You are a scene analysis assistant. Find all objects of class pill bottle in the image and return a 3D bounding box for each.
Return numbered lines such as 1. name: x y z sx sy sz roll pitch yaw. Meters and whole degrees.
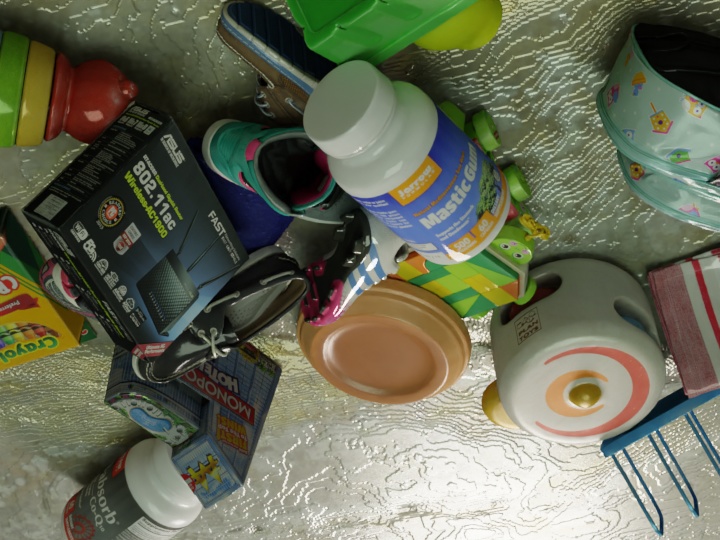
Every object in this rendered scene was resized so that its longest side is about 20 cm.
1. pill bottle: 0.040 -0.098 1.166 0.112 0.113 0.200 -31 137 22
2. pill bottle: -0.261 0.275 1.571 0.116 0.116 0.200 35 120 -28

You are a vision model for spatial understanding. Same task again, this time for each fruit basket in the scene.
1. fruit basket: 0.048 -0.263 1.129 0.214 0.215 0.157 -27 87 20

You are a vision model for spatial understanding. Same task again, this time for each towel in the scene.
1. towel: 0.420 0.037 1.385 0.198 0.145 0.023 -20 163 15
2. towel: -0.168 -0.043 1.351 0.147 0.050 0.200 24 126 -28

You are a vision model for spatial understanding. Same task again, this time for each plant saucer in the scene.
1. plant saucer: 0.023 0.087 1.443 0.198 0.038 0.201 7 138 6

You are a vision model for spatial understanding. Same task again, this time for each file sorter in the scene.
1. file sorter: 0.388 0.194 1.465 0.199 0.139 0.123 -31 84 12

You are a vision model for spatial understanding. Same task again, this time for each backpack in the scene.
1. backpack: 0.315 -0.136 1.205 0.198 0.177 0.154 23 122 -16

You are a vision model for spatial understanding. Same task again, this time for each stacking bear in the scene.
1. stacking bear: -0.308 -0.166 1.202 0.198 0.114 0.122 8 130 -15

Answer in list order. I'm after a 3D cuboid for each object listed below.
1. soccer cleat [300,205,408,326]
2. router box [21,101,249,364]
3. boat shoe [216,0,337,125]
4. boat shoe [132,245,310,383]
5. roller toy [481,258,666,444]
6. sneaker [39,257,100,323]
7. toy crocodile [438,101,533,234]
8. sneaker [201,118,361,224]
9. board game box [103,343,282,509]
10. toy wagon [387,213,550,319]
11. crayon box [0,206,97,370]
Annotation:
1. soccer cleat: 0.000 0.000 1.326 0.086 0.070 0.200 -5 155 -26
2. router box: -0.204 -0.032 1.219 0.062 0.150 0.201 22 151 37
3. boat shoe: -0.063 -0.173 1.224 0.199 0.073 0.072 34 123 -27
4. boat shoe: -0.138 0.053 1.318 0.199 0.060 0.074 -34 137 -20
5. roller toy: 0.233 0.093 1.419 0.198 0.140 0.184 0 130 -2
6. sneaker: -0.235 0.025 1.332 0.074 0.081 0.199 4 161 43
7. toy crocodile: 0.122 -0.094 1.306 0.067 0.062 0.200 -23 128 17
8. sneaker: -0.044 -0.088 1.247 0.199 0.120 0.084 19 93 -32
9. board game box: -0.177 0.142 1.404 0.061 0.201 0.200 -35 124 26
10. toy wagon: 0.112 -0.009 1.352 0.155 0.040 0.199 33 147 -27
11. crayon box: -0.386 0.037 1.405 0.126 0.051 0.201 -18 129 12
